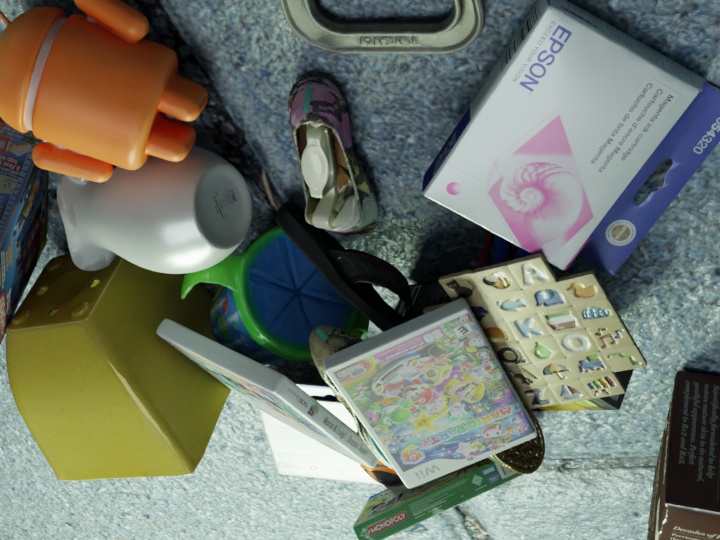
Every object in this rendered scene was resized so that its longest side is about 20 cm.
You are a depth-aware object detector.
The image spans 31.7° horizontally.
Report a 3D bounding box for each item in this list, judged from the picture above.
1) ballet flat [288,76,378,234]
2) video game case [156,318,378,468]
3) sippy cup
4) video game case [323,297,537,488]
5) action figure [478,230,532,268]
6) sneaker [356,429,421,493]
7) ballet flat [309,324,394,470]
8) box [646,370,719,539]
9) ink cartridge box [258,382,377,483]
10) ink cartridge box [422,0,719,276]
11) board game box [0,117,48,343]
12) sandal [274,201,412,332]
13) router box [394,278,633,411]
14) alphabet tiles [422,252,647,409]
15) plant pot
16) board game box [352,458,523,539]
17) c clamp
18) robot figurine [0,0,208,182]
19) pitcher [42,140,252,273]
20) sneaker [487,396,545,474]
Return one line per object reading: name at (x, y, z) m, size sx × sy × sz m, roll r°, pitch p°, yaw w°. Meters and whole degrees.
ballet flat at (-0.030, -0.085, 1.163) m, size 0.068 × 0.072 × 0.201 m, roll 3°, pitch 141°, yaw 16°
video game case at (-0.094, 0.125, 1.301) m, size 0.199 × 0.024 × 0.182 m, roll 21°, pitch 163°, yaw 44°
sippy cup at (-0.089, 0.037, 1.300) m, size 0.178 × 0.140 × 0.130 m, roll 51°, pitch 146°, yaw -7°
video game case at (0.070, 0.121, 1.196) m, size 0.142 × 0.018 × 0.201 m, roll -24°, pitch 131°, yaw 10°
action figure at (0.146, -0.016, 1.203) m, size 0.065 × 0.052 × 0.201 m, roll 17°, pitch 148°, yaw 9°
sneaker at (0.081, 0.165, 1.369) m, size 0.199 × 0.078 × 0.112 m, roll -36°, pitch 138°, yaw 10°
ballet flat at (0.007, 0.119, 1.249) m, size 0.075 × 0.068 × 0.200 m, roll 44°, pitch 171°, yaw 49°
box at (0.393, 0.237, 1.328) m, size 0.163 × 0.167 × 0.201 m, roll 8°, pitch 142°, yaw 12°
ink cartridge box at (-0.019, 0.182, 1.503) m, size 0.194 × 0.044 × 0.201 m, roll 4°, pitch 138°, yaw 14°
ink cartridge box at (0.183, -0.098, 1.043) m, size 0.199 × 0.043 × 0.197 m, roll 26°, pitch 121°, yaw -11°
board game box at (-0.375, -0.016, 1.271) m, size 0.061 × 0.201 × 0.201 m, roll 17°, pitch 142°, yaw -2°
sandal at (-0.001, 0.000, 1.215) m, size 0.200 × 0.075 × 0.048 m, roll 45°, pitch 104°, yaw 9°
router box at (0.148, 0.075, 1.267) m, size 0.199 × 0.053 × 0.157 m, roll 30°, pitch 163°, yaw -18°
alphabet tiles at (0.159, 0.060, 1.156) m, size 0.165 × 0.006 × 0.200 m, roll -14°, pitch 133°, yaw 29°
plant pot at (-0.269, 0.088, 1.378) m, size 0.193 × 0.196 × 0.201 m, roll -8°, pitch 131°, yaw 28°
board game box at (0.094, 0.242, 1.426) m, size 0.199 × 0.135 × 0.029 m, roll -27°, pitch 90°, yaw 9°
c clamp at (-0.001, -0.233, 1.004) m, size 0.198 × 0.027 × 0.172 m, roll 7°, pitch 141°, yaw 13°
robot figurine at (-0.236, -0.162, 1.111) m, size 0.198 × 0.117 × 0.144 m, roll 19°, pitch 149°, yaw -4°
pitcher at (-0.212, -0.079, 1.217) m, size 0.199 × 0.121 × 0.173 m, roll 0°, pitch 125°, yaw 38°
sneaker at (0.104, 0.137, 1.309) m, size 0.200 × 0.067 × 0.090 m, roll 43°, pitch 158°, yaw -30°
